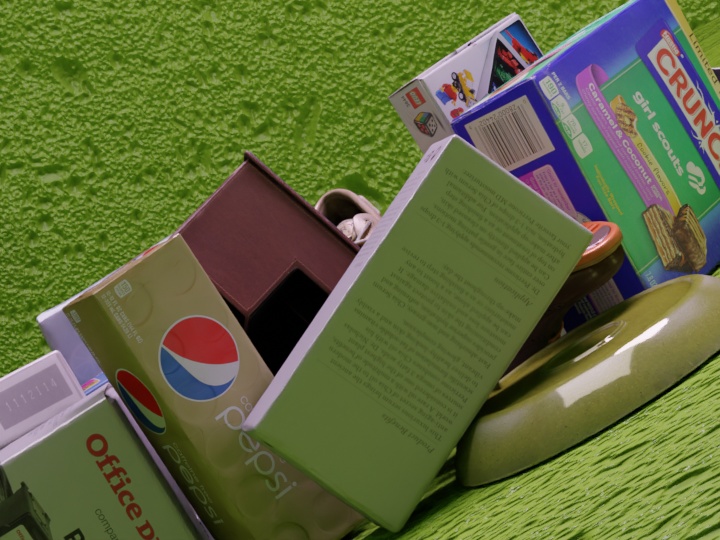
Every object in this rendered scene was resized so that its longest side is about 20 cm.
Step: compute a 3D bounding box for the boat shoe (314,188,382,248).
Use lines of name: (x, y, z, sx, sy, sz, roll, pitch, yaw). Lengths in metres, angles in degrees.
boat shoe: (0.000, 0.000, 1.678, 0.072, 0.065, 0.200, -35, 19, 7)

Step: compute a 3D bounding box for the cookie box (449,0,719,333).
cookie box: (0.167, -0.069, 1.664, 0.075, 0.172, 0.200, -25, 8, 37)

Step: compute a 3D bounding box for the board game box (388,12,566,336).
board game box: (0.114, -0.058, 1.709, 0.035, 0.201, 0.126, -30, 4, 43)

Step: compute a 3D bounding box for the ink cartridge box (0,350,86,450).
ink cartridge box: (-0.282, 0.135, 1.638, 0.199, 0.045, 0.176, -28, -8, -28)

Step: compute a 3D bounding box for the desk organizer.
desk organizer: (-0.020, 0.031, 1.546, 0.077, 0.200, 0.072, -46, -10, -18)

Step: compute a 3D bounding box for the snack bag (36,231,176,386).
snack bag: (-0.117, 0.070, 1.894, 0.188, 0.201, 0.021, -33, 11, -12)

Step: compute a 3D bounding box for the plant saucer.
plant saucer: (0.131, 0.055, 1.465, 0.199, 0.031, 0.200, -31, 5, 3)

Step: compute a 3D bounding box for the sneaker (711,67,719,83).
sneaker: (0.291, -0.126, 1.806, 0.199, 0.073, 0.112, -11, -13, -45)

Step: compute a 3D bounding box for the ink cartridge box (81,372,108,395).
ink cartridge box: (-0.098, 0.098, 1.848, 0.199, 0.137, 0.076, -33, 7, -14)

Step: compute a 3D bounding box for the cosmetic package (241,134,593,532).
cosmetic package: (0.031, 0.035, 1.465, 0.200, 0.101, 0.071, -55, 6, -7)

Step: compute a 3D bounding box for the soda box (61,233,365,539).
soda box: (-0.085, 0.083, 1.512, 0.068, 0.201, 0.064, -36, 6, -25)

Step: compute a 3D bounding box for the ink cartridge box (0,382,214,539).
ink cartridge box: (-0.191, 0.180, 1.530, 0.199, 0.146, 0.083, -32, 2, -1)

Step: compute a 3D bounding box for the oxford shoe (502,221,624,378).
oxford shoe: (0.103, 0.032, 1.586, 0.071, 0.073, 0.200, -41, 4, -41)
